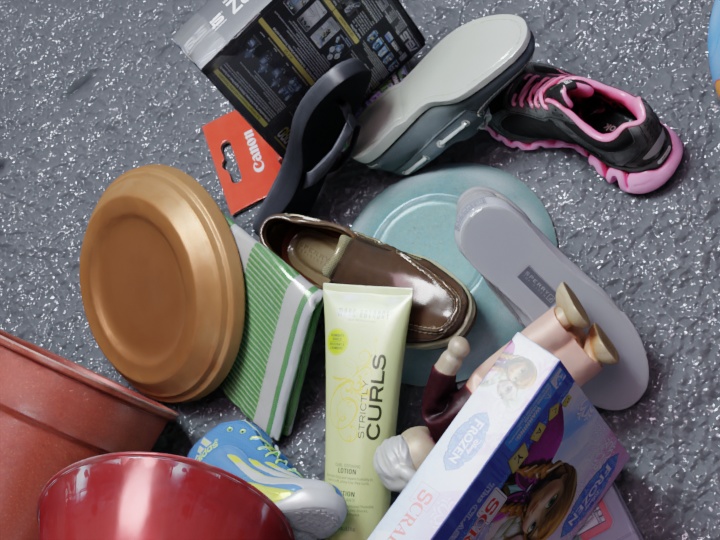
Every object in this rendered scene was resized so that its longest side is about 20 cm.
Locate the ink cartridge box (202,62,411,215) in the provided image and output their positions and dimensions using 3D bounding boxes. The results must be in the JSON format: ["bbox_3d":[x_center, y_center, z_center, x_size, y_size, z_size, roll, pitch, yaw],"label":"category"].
[{"bbox_3d":[-0.050,-0.143,1.520,0.199,0.050,0.110,-27,59,9],"label":"ink cartridge box"}]

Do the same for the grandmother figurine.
[{"bbox_3d":[0.095,0.102,1.274,0.199,0.061,0.122,-36,94,13],"label":"grandmother figurine"}]

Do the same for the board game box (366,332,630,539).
[{"bbox_3d":[0.092,0.167,1.180,0.041,0.200,0.201,33,83,32],"label":"board game box"}]

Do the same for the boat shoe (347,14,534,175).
[{"bbox_3d":[0.076,-0.140,1.417,0.199,0.062,0.073,-34,42,35],"label":"boat shoe"}]

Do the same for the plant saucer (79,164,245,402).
[{"bbox_3d":[-0.174,0.013,1.441,0.199,0.037,0.202,10,104,43],"label":"plant saucer"}]

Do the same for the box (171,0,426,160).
[{"bbox_3d":[-0.044,-0.185,1.390,0.161,0.200,0.049,-45,62,0],"label":"box"}]

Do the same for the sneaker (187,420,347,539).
[{"bbox_3d":[-0.084,0.159,1.351,0.199,0.076,0.106,-12,54,41],"label":"sneaker"}]

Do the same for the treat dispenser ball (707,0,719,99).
[{"bbox_3d":[0.355,-0.167,1.263,0.199,0.201,0.203,-10,62,19],"label":"treat dispenser ball"}]

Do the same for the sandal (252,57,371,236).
[{"bbox_3d":[-0.030,-0.095,1.430,0.043,0.201,0.076,41,45,17],"label":"sandal"}]

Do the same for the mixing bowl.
[{"bbox_3d":[-0.152,0.237,1.269,0.198,0.201,0.109,-10,45,19],"label":"mixing bowl"}]

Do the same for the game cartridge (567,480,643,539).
[{"bbox_3d":[0.128,0.181,1.295,0.133,0.041,0.201,-32,57,11],"label":"game cartridge"}]

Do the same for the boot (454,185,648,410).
[{"bbox_3d":[0.147,0.014,1.327,0.073,0.096,0.200,-37,101,11],"label":"boot"}]

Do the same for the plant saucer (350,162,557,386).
[{"bbox_3d":[0.062,-0.006,1.412,0.199,0.039,0.203,-9,63,19],"label":"plant saucer"}]

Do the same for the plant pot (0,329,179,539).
[{"bbox_3d":[-0.278,0.164,1.399,0.200,0.201,0.197,21,83,30],"label":"plant pot"}]

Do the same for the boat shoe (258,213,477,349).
[{"bbox_3d":[-0.003,0.006,1.366,0.201,0.075,0.075,20,83,36],"label":"boat shoe"}]

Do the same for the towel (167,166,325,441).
[{"bbox_3d":[-0.112,0.027,1.431,0.200,0.023,0.154,38,128,33],"label":"towel"}]

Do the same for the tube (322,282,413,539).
[{"bbox_3d":[-0.001,0.112,1.330,0.057,0.052,0.202,3,91,-18],"label":"tube"}]

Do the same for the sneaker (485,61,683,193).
[{"bbox_3d":[0.165,-0.135,1.396,0.199,0.095,0.079,23,78,32],"label":"sneaker"}]
